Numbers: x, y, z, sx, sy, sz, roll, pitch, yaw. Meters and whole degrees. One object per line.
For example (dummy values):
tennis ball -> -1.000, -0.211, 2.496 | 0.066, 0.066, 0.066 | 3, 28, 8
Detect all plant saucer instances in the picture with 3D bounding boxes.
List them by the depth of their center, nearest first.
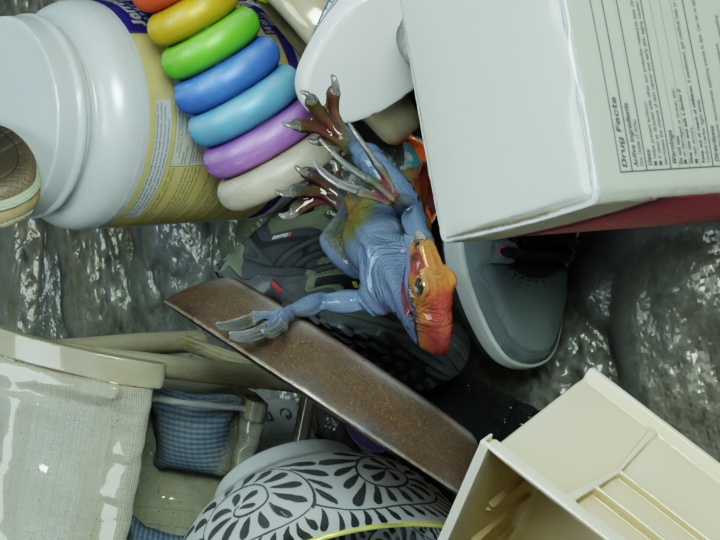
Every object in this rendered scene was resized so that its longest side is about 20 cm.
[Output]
plant saucer -> -0.013, 0.059, 1.120 | 0.200, 0.200, 0.034 | 30, 86, 44

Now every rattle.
rattle -> 0.029, -0.141, 1.275 | 0.200, 0.143, 0.130 | 47, 161, 17

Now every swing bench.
swing bench -> -0.144, 0.140, 1.265 | 0.130, 0.200, 0.199 | 15, 97, 42

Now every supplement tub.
supplement tub -> -0.140, -0.100, 1.345 | 0.145, 0.200, 0.145 | 6, 99, 49

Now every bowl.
bowl -> -0.029, 0.159, 1.204 | 0.201, 0.201, 0.094 | -51, 46, 39

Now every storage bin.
storage bin -> 0.134, 0.190, 1.075 | 0.199, 0.094, 0.200 | 38, 135, 19

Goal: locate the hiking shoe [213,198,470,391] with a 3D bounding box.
hiking shoe -> 0.000, 0.000, 1.231 | 0.200, 0.076, 0.101 | 23, 72, 45

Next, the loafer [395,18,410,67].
loafer -> 0.096, -0.181, 1.127 | 0.200, 0.070, 0.070 | -40, 27, 11

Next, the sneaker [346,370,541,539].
sneaker -> 0.069, 0.117, 1.240 | 0.200, 0.076, 0.088 | 38, 150, 33

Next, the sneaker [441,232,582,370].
sneaker -> 0.108, -0.047, 1.154 | 0.121, 0.084, 0.200 | -8, 87, 59

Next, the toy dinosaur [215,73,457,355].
toy dinosaur -> 0.022, -0.021, 1.053 | 0.181, 0.200, 0.105 | 47, 128, 40

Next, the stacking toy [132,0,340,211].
stacking toy -> -0.093, -0.138, 1.251 | 0.085, 0.085, 0.200 | -17, 108, 49

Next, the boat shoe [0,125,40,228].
boat shoe -> -0.248, -0.050, 1.282 | 0.200, 0.072, 0.076 | 28, 130, 53

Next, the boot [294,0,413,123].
boot -> 0.025, -0.178, 1.206 | 0.200, 0.073, 0.090 | -48, 37, 5

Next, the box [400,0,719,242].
box -> 0.135, -0.088, 1.021 | 0.109, 0.200, 0.128 | -16, 82, 50

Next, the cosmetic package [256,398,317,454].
cosmetic package -> -0.046, 0.191, 1.362 | 0.200, 0.074, 0.102 | 57, 132, 30
